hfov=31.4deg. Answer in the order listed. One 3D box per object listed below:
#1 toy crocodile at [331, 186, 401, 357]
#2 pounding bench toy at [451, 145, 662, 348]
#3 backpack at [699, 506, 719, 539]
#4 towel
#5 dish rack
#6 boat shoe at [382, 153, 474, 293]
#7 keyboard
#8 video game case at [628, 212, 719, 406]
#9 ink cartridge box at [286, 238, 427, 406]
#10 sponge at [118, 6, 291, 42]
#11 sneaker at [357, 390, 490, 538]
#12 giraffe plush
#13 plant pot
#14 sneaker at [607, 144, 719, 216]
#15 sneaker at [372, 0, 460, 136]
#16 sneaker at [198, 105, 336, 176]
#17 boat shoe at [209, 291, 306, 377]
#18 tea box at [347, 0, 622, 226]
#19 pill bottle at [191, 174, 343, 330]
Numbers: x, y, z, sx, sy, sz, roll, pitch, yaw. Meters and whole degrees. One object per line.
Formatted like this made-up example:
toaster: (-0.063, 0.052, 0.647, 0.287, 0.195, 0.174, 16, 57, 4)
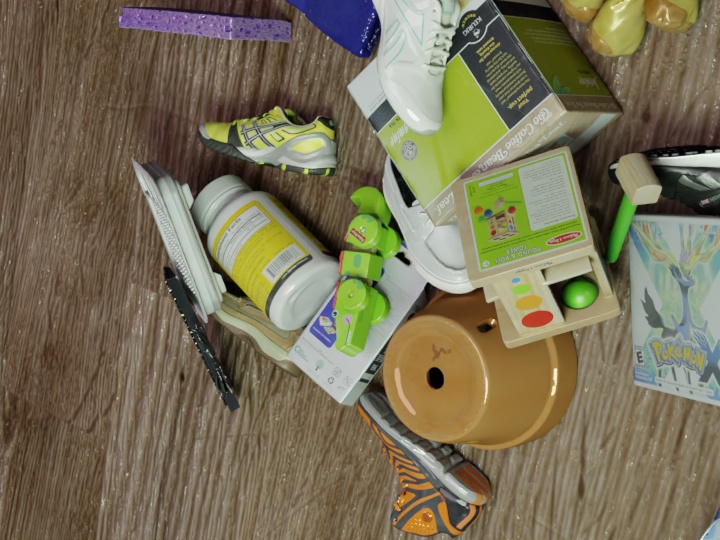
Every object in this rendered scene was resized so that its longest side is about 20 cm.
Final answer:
toy crocodile: (0.000, 0.000, 1.486, 0.062, 0.067, 0.201, 6, 80, 30)
pounding bench toy: (0.216, -0.027, 1.296, 0.199, 0.156, 0.125, -18, 53, 14)
backpack: (0.406, 0.279, 1.212, 0.200, 0.154, 0.191, 33, 104, 33)
towel: (-0.031, -0.366, 1.532, 0.200, 0.049, 0.148, 43, 125, 25)
dish rack: (-0.222, -0.045, 1.598, 0.172, 0.043, 0.200, 35, 145, 66)
boat shoe: (0.079, -0.062, 1.432, 0.069, 0.072, 0.200, 78, 172, -51)
keyboard: (-0.204, 0.094, 1.644, 0.200, 0.021, 0.127, 66, 169, -18)
video game case: (0.330, 0.037, 1.254, 0.200, 0.022, 0.183, -170, 76, -67)
ink cartridge box: (0.007, 0.054, 1.529, 0.099, 0.039, 0.200, 40, 99, 27)
sponge: (-0.198, -0.313, 1.620, 0.200, 0.111, 0.030, 13, 105, 36)
sneaker: (0.052, 0.240, 1.513, 0.200, 0.077, 0.112, 44, 118, 25)
giraffe plush: (0.253, -0.313, 1.244, 0.200, 0.162, 0.173, -40, 71, 34)
plant pot: (0.118, 0.109, 1.410, 0.200, 0.140, 0.201, 6, 99, 37)
sneaker: (0.338, -0.079, 1.265, 0.200, 0.076, 0.088, 1, 102, 37)
sneaker: (0.060, -0.237, 1.292, 0.080, 0.070, 0.201, -12, 85, 35)
sneaker: (-0.113, -0.168, 1.604, 0.200, 0.075, 0.077, 13, 96, 25)
boat shoe: (-0.127, 0.060, 1.647, 0.200, 0.072, 0.076, 33, 88, 32)
tea box: (0.131, -0.183, 1.371, 0.200, 0.133, 0.197, -41, 70, 33)
pill bottle: (-0.121, -0.028, 1.593, 0.200, 0.111, 0.111, 46, 120, 26)
